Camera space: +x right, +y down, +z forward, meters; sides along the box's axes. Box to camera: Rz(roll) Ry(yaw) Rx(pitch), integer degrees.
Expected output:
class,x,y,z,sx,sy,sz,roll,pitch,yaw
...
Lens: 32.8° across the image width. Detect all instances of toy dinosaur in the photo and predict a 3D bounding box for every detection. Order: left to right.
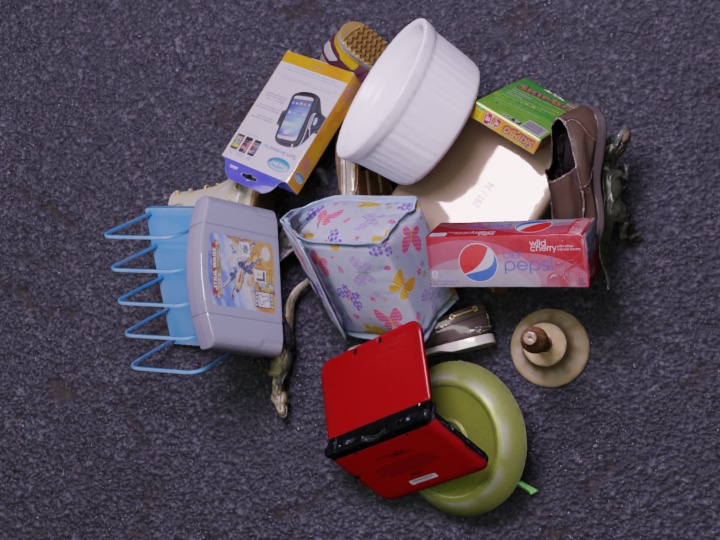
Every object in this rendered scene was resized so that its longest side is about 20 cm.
class,x,y,z,sx,sy,sz,roll,pitch,yaw
toy dinosaur,-0.109,0.096,1.656,0.047,0.088,0.201,12,87,27
toy dinosaur,-0.105,-0.040,1.687,0.200,0.047,0.088,-49,42,-11
toy dinosaur,0.322,-0.077,1.551,0.047,0.088,0.201,2,91,29

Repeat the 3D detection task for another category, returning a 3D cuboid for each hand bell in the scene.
class,x,y,z,sx,sy,sz,roll,pitch,yaw
hand bell,0.223,0.088,1.514,0.104,0.200,0.104,-2,82,15

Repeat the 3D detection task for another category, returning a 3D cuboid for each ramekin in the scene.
class,x,y,z,sx,sy,sz,roll,pitch,yaw
ramekin,0.063,-0.205,1.537,0.098,0.200,0.201,31,92,-17

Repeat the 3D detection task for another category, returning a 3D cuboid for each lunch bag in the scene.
class,x,y,z,sx,sy,sz,roll,pitch,yaw
lunch bag,0.000,0.000,1.579,0.200,0.170,0.127,7,42,41

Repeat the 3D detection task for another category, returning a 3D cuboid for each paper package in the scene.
class,x,y,z,sx,sy,sz,roll,pitch,yaw
paper package,0.158,-0.101,1.607,0.190,0.103,0.200,33,93,16

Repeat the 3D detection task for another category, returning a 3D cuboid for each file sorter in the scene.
class,x,y,z,sx,sy,sz,roll,pitch,yaw
file sorter,-0.246,0.025,1.637,0.138,0.123,0.201,1,109,30

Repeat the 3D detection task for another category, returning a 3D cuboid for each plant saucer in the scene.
class,x,y,z,sx,sy,sz,roll,pitch,yaw
plant saucer,0.120,0.218,1.575,0.200,0.031,0.201,0,90,36

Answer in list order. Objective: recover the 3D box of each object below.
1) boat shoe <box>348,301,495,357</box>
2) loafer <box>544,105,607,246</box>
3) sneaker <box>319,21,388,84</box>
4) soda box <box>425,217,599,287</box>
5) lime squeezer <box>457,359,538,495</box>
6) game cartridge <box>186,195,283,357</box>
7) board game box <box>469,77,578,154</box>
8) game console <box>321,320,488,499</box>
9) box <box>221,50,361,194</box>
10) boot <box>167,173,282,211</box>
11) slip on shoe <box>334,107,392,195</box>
class,x,y,z,sx,sy,sz,roll,pitch,yaw
boat shoe,0.076,0.089,1.621,0.199,0.072,0.060,-12,80,9
loafer,0.251,-0.102,1.498,0.071,0.073,0.201,-2,95,-29
sneaker,0.030,-0.248,1.683,0.200,0.090,0.075,48,55,-4
soda box,0.183,-0.020,1.479,0.199,0.063,0.070,-1,109,24
lime squeezer,0.150,0.217,1.601,0.071,0.038,0.200,-32,75,9
game cartridge,-0.161,0.008,1.567,0.041,0.133,0.201,-17,70,39
board game box,0.217,-0.201,1.565,0.095,0.200,0.030,33,121,14
game console,0.053,0.183,1.557,0.200,0.172,0.119,-28,30,44
box,-0.097,-0.191,1.640,0.119,0.041,0.200,25,79,31
boot,-0.188,-0.113,1.716,0.154,0.072,0.201,-2,63,30
slip on shoe,-0.003,-0.127,1.671,0.061,0.076,0.201,11,108,57
